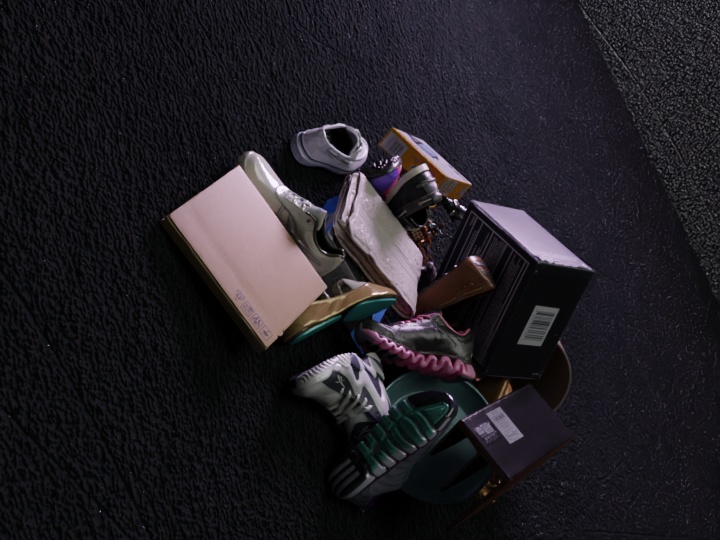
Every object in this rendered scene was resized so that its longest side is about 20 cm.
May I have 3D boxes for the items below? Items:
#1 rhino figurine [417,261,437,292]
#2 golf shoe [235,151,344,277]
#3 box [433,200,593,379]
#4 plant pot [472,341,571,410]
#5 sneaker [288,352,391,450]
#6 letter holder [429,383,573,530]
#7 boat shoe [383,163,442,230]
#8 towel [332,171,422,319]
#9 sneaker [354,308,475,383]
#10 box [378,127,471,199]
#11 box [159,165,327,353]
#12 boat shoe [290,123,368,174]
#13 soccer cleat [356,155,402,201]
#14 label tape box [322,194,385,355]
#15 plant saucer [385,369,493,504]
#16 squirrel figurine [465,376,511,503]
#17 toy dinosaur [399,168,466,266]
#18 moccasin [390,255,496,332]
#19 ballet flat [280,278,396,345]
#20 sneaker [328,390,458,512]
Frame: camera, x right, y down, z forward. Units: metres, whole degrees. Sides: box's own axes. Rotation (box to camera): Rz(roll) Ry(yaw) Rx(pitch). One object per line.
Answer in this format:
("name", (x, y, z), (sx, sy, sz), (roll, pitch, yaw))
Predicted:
("rhino figurine", (0.136, 0.036, 1.774), (0.200, 0.087, 0.060), (29, 22, -50))
("golf shoe", (-0.090, -0.081, 1.439), (0.200, 0.097, 0.078), (60, 32, -15))
("box", (0.223, 0.028, 1.645), (0.123, 0.200, 0.198), (8, 26, -34))
("plant pot", (0.268, 0.141, 1.863), (0.187, 0.187, 0.200), (62, 16, -15))
("sneaker", (-0.013, 0.183, 1.424), (0.130, 0.079, 0.199), (67, 18, 11))
("letter holder", (0.176, 0.257, 1.470), (0.101, 0.142, 0.200), (51, 33, 17))
("boat shoe", (0.067, -0.085, 1.632), (0.072, 0.200, 0.068), (-34, 81, -29))
("towel", (0.031, -0.039, 1.551), (0.200, 0.034, 0.133), (50, 34, -32))
("sneaker", (0.082, 0.095, 1.538), (0.200, 0.079, 0.096), (21, 72, -25))
("box", (0.110, -0.170, 1.736), (0.119, 0.041, 0.200), (44, 11, 14))
("box", (-0.140, -0.018, 1.336), (0.200, 0.021, 0.163), (54, 38, -8))
("boat shoe", (-0.028, -0.188, 1.639), (0.200, 0.067, 0.074), (-18, 89, -61))
("soccer cleat", (0.035, -0.131, 1.643), (0.200, 0.068, 0.073), (-157, -133, -83))
("label tape box", (0.000, 0.000, 1.577), (0.200, 0.063, 0.144), (59, 31, -19))
("plant saucer", (0.105, 0.244, 1.555), (0.200, 0.036, 0.200), (7, 65, -15))
("squirrel figurine", (0.182, 0.265, 1.694), (0.187, 0.141, 0.200), (53, 46, -48))
("toy dinosaur", (0.096, -0.100, 1.784), (0.136, 0.102, 0.200), (3, 86, -44))
("moccasin", (0.122, 0.060, 1.609), (0.074, 0.201, 0.078), (2, 55, -59))
("ballet flat", (-0.033, 0.042, 1.447), (0.200, 0.069, 0.063), (-18, 74, -41))
("sneaker", (0.053, 0.239, 1.416), (0.088, 0.200, 0.074), (50, 5, -45))
